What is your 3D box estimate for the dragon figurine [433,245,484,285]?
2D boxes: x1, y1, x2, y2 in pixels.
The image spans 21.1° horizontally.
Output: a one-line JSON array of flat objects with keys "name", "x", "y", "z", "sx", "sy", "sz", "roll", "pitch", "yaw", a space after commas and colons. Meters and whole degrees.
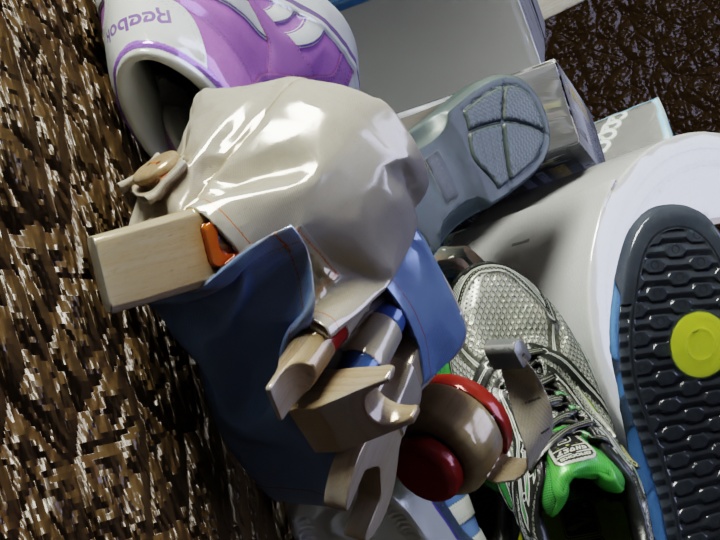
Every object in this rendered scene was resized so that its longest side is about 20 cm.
[{"name": "dragon figurine", "x": 0.000, "y": 0.000, "z": 0.991, "sx": 0.200, "sy": 0.099, "sz": 0.059, "roll": 51, "pitch": 16, "yaw": -8}]

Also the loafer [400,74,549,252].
[{"name": "loafer", "x": 0.007, "y": -0.034, "z": 0.908, "sx": 0.199, "sy": 0.063, "sz": 0.073, "roll": -27, "pitch": 100, "yaw": -38}]

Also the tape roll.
[{"name": "tape roll", "x": 0.156, "y": 0.039, "z": 1.050, "sx": 0.201, "sy": 0.139, "sz": 0.205, "roll": 9, "pitch": 75, "yaw": -34}]

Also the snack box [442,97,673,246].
[{"name": "snack box", "x": 0.121, "y": -0.041, "z": 1.300, "sx": 0.116, "sy": 0.198, "sz": 0.037, "roll": 53, "pitch": 18, "yaw": -61}]

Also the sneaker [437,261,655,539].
[{"name": "sneaker", "x": 0.092, "y": 0.080, "z": 0.874, "sx": 0.085, "sy": 0.077, "sz": 0.201, "roll": 97, "pitch": -27, "yaw": -62}]

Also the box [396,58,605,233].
[{"name": "box", "x": 0.056, "y": -0.060, "z": 1.114, "sx": 0.200, "sy": 0.157, "sz": 0.049, "roll": 13, "pitch": 59, "yaw": -77}]

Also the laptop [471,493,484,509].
[{"name": "laptop", "x": 0.098, "y": 0.085, "z": 1.239, "sx": 0.104, "sy": 0.198, "sz": 0.178, "roll": -62, "pitch": 148, "yaw": -21}]

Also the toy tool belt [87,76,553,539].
[{"name": "toy tool belt", "x": -0.022, "y": 0.036, "z": 0.726, "sx": 0.123, "sy": 0.124, "sz": 0.201, "roll": -51, "pitch": 123, "yaw": -37}]

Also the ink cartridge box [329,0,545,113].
[{"name": "ink cartridge box", "x": 0.033, "y": -0.147, "z": 1.175, "sx": 0.200, "sy": 0.143, "sz": 0.085, "roll": -71, "pitch": 141, "yaw": -74}]

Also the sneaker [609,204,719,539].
[{"name": "sneaker", "x": 0.147, "y": 0.070, "z": 0.909, "sx": 0.078, "sy": 0.065, "sz": 0.202, "roll": -166, "pitch": -114, "yaw": -79}]

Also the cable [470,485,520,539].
[{"name": "cable", "x": 0.060, "y": 0.110, "z": 0.945, "sx": 0.097, "sy": 0.050, "sz": 0.202, "roll": -145, "pitch": -121, "yaw": -78}]

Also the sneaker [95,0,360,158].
[{"name": "sneaker", "x": -0.055, "y": -0.074, "z": 0.827, "sx": 0.200, "sy": 0.072, "sz": 0.115, "roll": 33, "pitch": 42, "yaw": -57}]

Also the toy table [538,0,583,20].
[{"name": "toy table", "x": 0.065, "y": -0.164, "z": 1.353, "sx": 0.117, "sy": 0.182, "sz": 0.202, "roll": -59, "pitch": 147, "yaw": -54}]

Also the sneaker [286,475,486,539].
[{"name": "sneaker", "x": 0.027, "y": 0.110, "z": 0.891, "sx": 0.201, "sy": 0.080, "sz": 0.147, "roll": 59, "pitch": 20, "yaw": -32}]
